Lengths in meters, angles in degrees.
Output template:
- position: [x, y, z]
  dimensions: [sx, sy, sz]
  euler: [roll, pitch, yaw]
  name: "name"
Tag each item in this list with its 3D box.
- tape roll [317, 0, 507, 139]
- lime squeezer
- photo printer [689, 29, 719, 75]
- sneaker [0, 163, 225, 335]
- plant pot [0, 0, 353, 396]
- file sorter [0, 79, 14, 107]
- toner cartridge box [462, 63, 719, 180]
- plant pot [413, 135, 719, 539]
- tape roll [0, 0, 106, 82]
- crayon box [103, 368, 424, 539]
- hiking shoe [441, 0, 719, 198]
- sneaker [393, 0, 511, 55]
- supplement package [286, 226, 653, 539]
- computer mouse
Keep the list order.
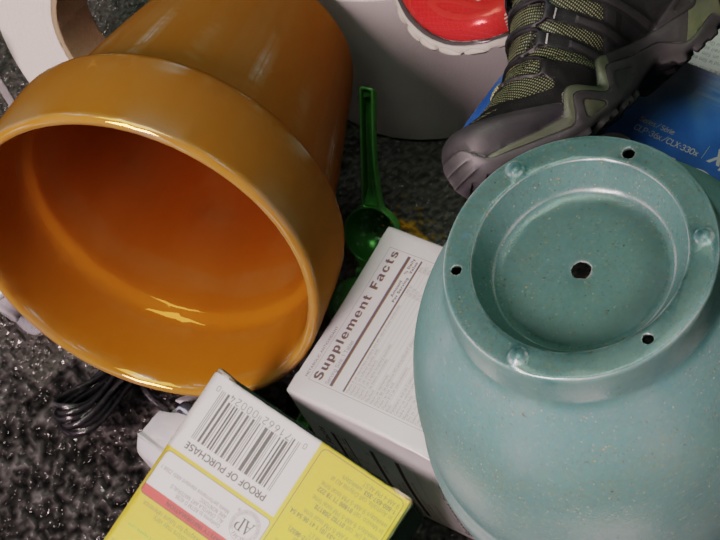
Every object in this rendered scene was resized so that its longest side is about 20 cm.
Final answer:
- position: [0.040, -0.204, 1.040]
  dimensions: [0.200, 0.139, 0.205]
  euler: [-9, 57, 14]
  name: "tape roll"
- position: [0.000, 0.000, 0.971]
  dimensions: [0.037, 0.071, 0.202]
  euler: [11, 85, 6]
  name: "lime squeezer"
- position: [0.213, -0.073, 0.938]
  dimensions: [0.165, 0.070, 0.201]
  euler: [23, 69, 30]
  name: "photo printer"
- position: [-0.173, -0.016, 1.039]
  dimensions: [0.198, 0.075, 0.116]
  euler: [11, 71, 20]
  name: "sneaker"
- position: [-0.089, -0.066, 0.914]
  dimensions: [0.198, 0.201, 0.184]
  euler: [3, 45, 21]
  name: "plant pot"
- position: [-0.322, -0.136, 1.127]
  dimensions: [0.124, 0.139, 0.200]
  euler: [-33, 54, -8]
  name: "file sorter"
- position: [0.160, -0.061, 0.878]
  dimensions: [0.199, 0.043, 0.095]
  euler: [28, 70, 31]
  name: "toner cartridge box"
- position: [0.107, 0.026, 0.735]
  dimensions: [0.198, 0.134, 0.202]
  euler: [-9, 57, 15]
  name: "plant pot"
- position: [-0.140, -0.154, 1.034]
  dimensions: [0.201, 0.204, 0.037]
  euler: [11, 43, 25]
  name: "tape roll"
- position: [-0.075, 0.169, 0.829]
  dimensions: [0.126, 0.051, 0.201]
  euler: [32, 80, 18]
  name: "crayon box"
- position: [0.095, -0.112, 0.827]
  dimensions: [0.200, 0.076, 0.101]
  euler: [-38, 85, -32]
  name: "hiking shoe"
- position: [0.035, -0.201, 0.902]
  dimensions: [0.076, 0.085, 0.201]
  euler: [-24, 57, 3]
  name: "sneaker"
- position: [0.082, 0.078, 0.862]
  dimensions: [0.199, 0.110, 0.114]
  euler: [22, 68, 29]
  name: "supplement package"
- position: [-0.086, 0.088, 0.929]
  dimensions: [0.109, 0.044, 0.199]
  euler: [-35, 45, -26]
  name: "computer mouse"
